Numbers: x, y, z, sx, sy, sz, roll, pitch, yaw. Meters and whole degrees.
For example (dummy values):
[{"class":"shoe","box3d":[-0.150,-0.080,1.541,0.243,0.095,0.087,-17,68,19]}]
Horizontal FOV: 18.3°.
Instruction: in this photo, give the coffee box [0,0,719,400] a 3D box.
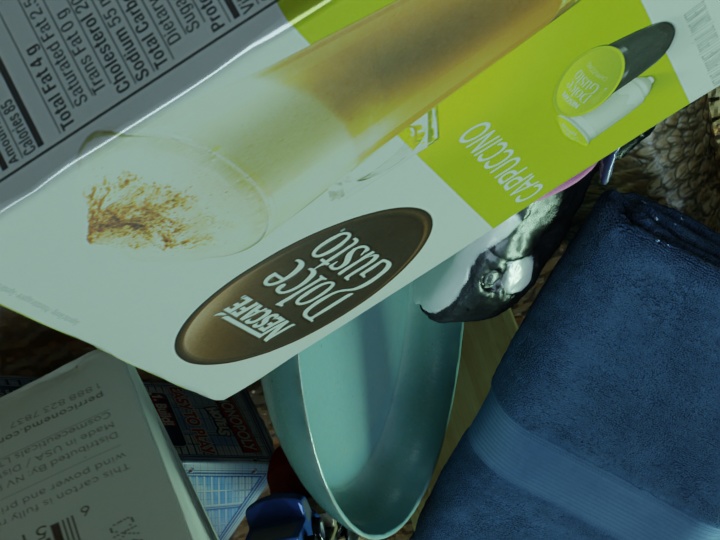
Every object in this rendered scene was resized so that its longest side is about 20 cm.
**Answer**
[{"class":"coffee box","box3d":[-0.036,-0.110,0.593,0.197,0.201,0.200,-32,161,7]}]

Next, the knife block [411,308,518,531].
[{"class":"knife block","box3d":[0.075,0.138,0.954,0.064,0.176,0.201,-20,127,-9]}]

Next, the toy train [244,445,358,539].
[{"class":"toy train","box3d":[-0.018,0.088,0.883,0.034,0.200,0.046,-11,104,9]}]

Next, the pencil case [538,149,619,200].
[{"class":"pencil case","box3d":[0.036,-0.111,0.759,0.087,0.201,0.088,-4,135,-4]}]

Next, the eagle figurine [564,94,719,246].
[{"class":"eagle figurine","box3d":[0.146,-0.041,0.901,0.151,0.151,0.201,-11,137,-2]}]

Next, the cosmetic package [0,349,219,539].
[{"class":"cosmetic package","box3d":[-0.109,0.174,0.835,0.164,0.165,0.201,-24,127,-4]}]

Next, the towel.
[{"class":"towel","box3d":[0.099,0.069,0.870,0.111,0.049,0.201,28,120,4]}]

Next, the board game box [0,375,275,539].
[{"class":"board game box","box3d":[-0.135,0.121,0.933,0.199,0.062,0.201,-8,124,-15]}]

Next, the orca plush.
[{"class":"orca plush","box3d":[0.078,-0.074,0.848,0.071,0.105,0.201,13,82,-22]}]

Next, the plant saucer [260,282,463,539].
[{"class":"plant saucer","box3d":[0.000,0.000,0.846,0.027,0.201,0.201,1,130,20]}]
